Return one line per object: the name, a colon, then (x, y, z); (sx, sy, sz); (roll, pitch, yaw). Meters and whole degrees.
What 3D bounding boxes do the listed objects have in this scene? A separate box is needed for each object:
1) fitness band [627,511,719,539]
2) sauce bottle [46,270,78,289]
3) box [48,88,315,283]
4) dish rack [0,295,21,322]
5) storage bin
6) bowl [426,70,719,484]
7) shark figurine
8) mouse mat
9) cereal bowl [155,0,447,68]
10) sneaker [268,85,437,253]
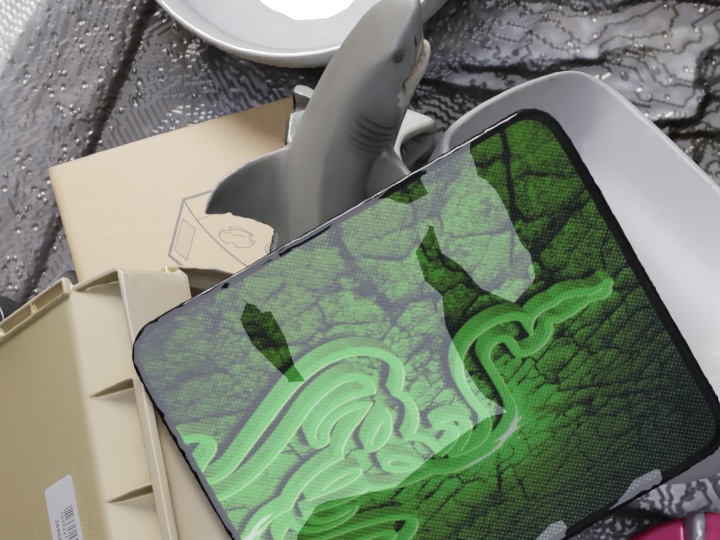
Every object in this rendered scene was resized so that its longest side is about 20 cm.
fitness band: (0.201, 0.191, 0.781); (0.200, 0.037, 0.144); (8, 80, -5)
sauce bottle: (-0.082, 0.063, 0.867); (0.200, 0.066, 0.066); (31, 93, 15)
box: (-0.058, 0.011, 0.842); (0.163, 0.021, 0.200); (-17, 66, -5)
dish rack: (-0.277, 0.067, 0.897); (0.200, 0.055, 0.154); (13, 95, 22)
storage bin: (-0.117, 0.123, 0.731); (0.198, 0.094, 0.200); (-31, 64, 41)
bowl: (0.119, 0.008, 0.770); (0.200, 0.200, 0.075); (45, 123, 9)
shark figurine: (-0.022, -0.007, 0.713); (0.089, 0.128, 0.215); (1, 90, -22)
mouse mat: (0.029, 0.048, 0.655); (0.200, 0.008, 0.161); (-30, 90, -2)
cereal bowl: (-0.023, -0.201, 0.864); (0.200, 0.083, 0.200); (-1, 85, 13)
sneaker: (0.000, 0.000, 0.793); (0.088, 0.074, 0.200); (5, 67, 3)
